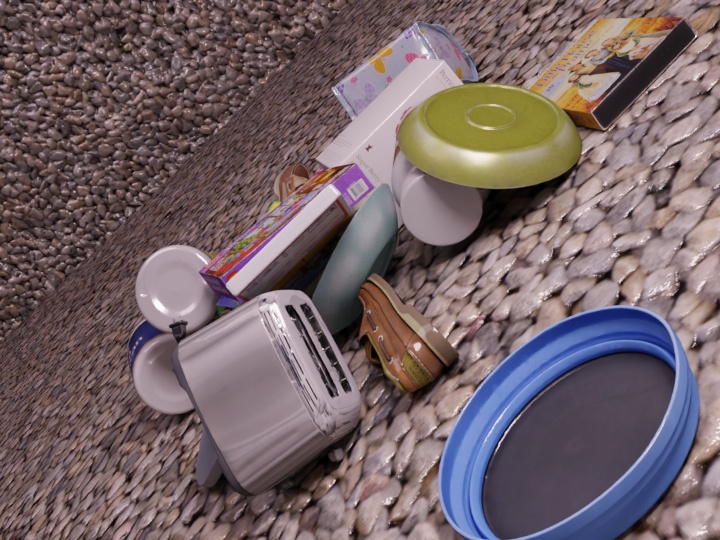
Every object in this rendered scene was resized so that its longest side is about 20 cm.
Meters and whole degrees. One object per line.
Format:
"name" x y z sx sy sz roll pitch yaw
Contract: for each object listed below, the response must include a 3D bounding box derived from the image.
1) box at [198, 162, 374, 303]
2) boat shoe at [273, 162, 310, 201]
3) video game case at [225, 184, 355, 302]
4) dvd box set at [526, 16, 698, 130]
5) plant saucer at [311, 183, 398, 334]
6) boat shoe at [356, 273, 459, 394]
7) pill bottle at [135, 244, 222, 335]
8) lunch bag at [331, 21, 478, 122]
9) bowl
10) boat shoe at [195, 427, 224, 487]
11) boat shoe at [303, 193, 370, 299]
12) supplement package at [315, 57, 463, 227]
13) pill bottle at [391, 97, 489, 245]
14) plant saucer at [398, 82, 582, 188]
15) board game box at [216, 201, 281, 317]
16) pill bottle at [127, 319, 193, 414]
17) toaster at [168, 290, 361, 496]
"box" -0.089 -0.045 1.093 0.200 0.039 0.137 -41 14 -14
"boat shoe" -0.099 -0.115 1.561 0.071 0.076 0.201 -30 33 26
"video game case" -0.062 -0.016 1.007 0.143 0.017 0.200 -44 -11 -1
"dvd box set" 0.274 -0.230 1.090 0.146 0.029 0.200 -45 20 0
"plant saucer" 0.000 0.000 1.079 0.202 0.038 0.201 -59 -11 -19
"boat shoe" 0.025 0.060 0.944 0.068 0.072 0.200 -44 19 -2
"pill bottle" -0.215 0.030 1.263 0.111 0.111 0.200 -43 -7 2
"lunch bag" 0.074 -0.281 1.435 0.169 0.128 0.200 -34 -7 25
"bowl" 0.141 0.112 0.656 0.200 0.039 0.201 -39 21 17
"boat shoe" -0.121 0.158 1.047 0.201 0.068 0.074 -66 27 14
"boat shoe" -0.057 -0.017 1.161 0.200 0.072 0.067 -43 14 -22
"supplement package" 0.059 -0.168 1.263 0.200 0.121 0.120 -46 20 -1
"pill bottle" 0.093 -0.114 1.097 0.114 0.114 0.201 -36 21 22
"plant saucer" 0.139 -0.154 1.023 0.198 0.031 0.201 -1 37 1
"board game box" -0.083 -0.009 1.212 0.133 0.029 0.201 7 46 17
"pill bottle" -0.276 0.124 1.364 0.111 0.111 0.200 -46 19 -5
"toaster" -0.089 0.106 0.921 0.129 0.201 0.113 -32 -12 17
